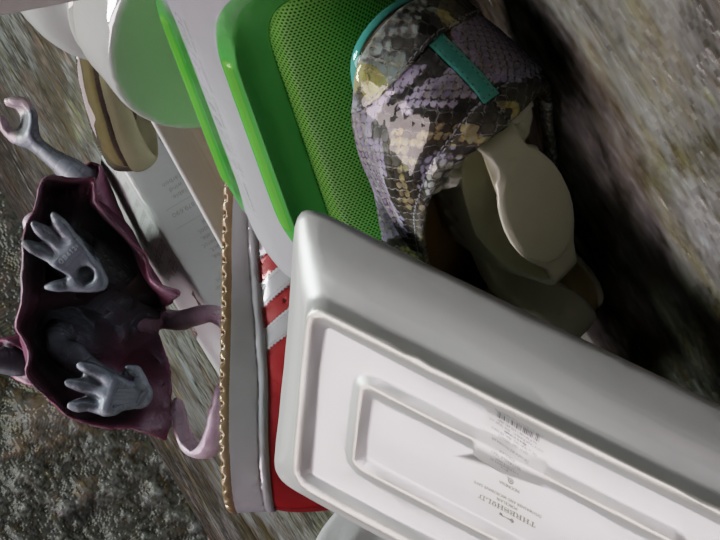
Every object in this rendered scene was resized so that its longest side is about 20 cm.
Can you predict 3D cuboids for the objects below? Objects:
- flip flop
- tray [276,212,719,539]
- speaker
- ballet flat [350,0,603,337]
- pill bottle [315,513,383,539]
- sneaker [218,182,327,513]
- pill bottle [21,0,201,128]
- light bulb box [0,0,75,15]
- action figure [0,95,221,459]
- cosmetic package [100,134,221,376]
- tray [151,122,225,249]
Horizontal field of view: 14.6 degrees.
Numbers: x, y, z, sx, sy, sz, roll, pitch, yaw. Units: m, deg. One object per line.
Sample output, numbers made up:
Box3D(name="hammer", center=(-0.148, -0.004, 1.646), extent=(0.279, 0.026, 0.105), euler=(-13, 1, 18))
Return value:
Box3D(name="flip flop", center=(-0.100, -0.139, 1.216), extent=(0.081, 0.057, 0.200), euler=(-74, -22, -68))
Box3D(name="tray", center=(0.051, 0.066, 0.853), extent=(0.200, 0.022, 0.108), euler=(26, 128, 27))
Box3D(name="speaker", center=(-0.013, -0.074, 0.916), extent=(0.088, 0.088, 0.200), euler=(52, 168, 37))
Box3D(name="ballet flat", center=(0.043, -0.007, 0.899), extent=(0.072, 0.072, 0.200), euler=(53, 170, 33))
Box3D(name="pill bottle", center=(0.055, 0.193, 1.290), extent=(0.111, 0.111, 0.200), euler=(48, 165, 49))
Box3D(name="sneaker", center=(0.000, 0.000, 1.157), extent=(0.071, 0.112, 0.200), euler=(30, -120, -84))
Box3D(name="pill bottle", center=(-0.092, -0.146, 1.013), extent=(0.200, 0.113, 0.113), euler=(51, 168, 38))
Box3D(name="light bulb box", center=(-0.176, -0.179, 0.899), extent=(0.125, 0.198, 0.200), euler=(70, -166, -45))
Box3D(name="action figure", center=(-0.126, 0.001, 1.364), extent=(0.149, 0.134, 0.200), euler=(18, -176, -8))
Box3D(name="cosmetic package", center=(-0.049, 0.013, 1.400), extent=(0.200, 0.074, 0.102), euler=(59, 170, 7))
Box3D(name="tray", center=(-0.027, -0.014, 1.246), extent=(0.200, 0.022, 0.107), euler=(62, -156, -12))
